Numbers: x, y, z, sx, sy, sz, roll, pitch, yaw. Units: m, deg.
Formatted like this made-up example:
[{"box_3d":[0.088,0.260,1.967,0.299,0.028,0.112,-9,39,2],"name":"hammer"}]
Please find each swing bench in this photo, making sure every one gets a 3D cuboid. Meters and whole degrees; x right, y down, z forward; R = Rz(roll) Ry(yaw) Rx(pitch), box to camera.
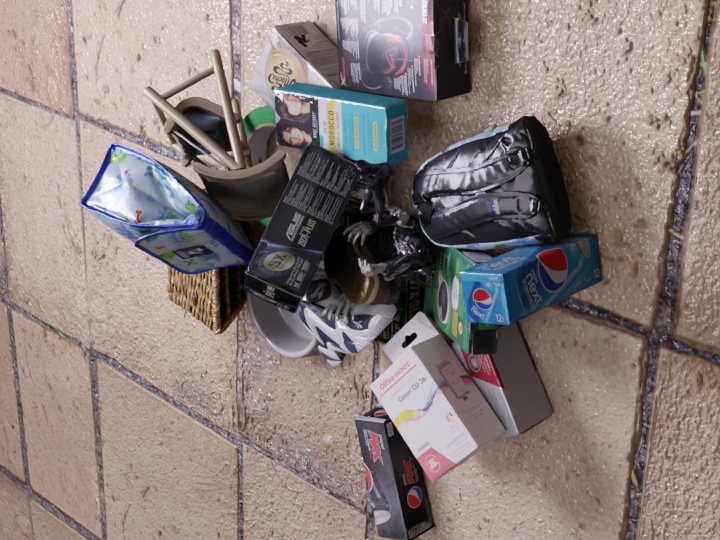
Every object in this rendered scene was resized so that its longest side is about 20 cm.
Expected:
[{"box_3d":[-0.198,-0.176,1.698,0.200,0.129,0.199,58,173,14],"name":"swing bench"}]

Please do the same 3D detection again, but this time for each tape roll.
[{"box_3d":[-0.116,-0.159,1.817,0.200,0.048,0.201,20,119,40],"name":"tape roll"}]

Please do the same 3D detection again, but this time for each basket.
[{"box_3d":[-0.221,-0.021,1.906,0.149,0.142,0.201,31,129,40],"name":"basket"}]

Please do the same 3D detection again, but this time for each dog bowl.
[{"box_3d":[-0.107,0.049,1.883,0.200,0.059,0.201,20,120,40],"name":"dog bowl"}]

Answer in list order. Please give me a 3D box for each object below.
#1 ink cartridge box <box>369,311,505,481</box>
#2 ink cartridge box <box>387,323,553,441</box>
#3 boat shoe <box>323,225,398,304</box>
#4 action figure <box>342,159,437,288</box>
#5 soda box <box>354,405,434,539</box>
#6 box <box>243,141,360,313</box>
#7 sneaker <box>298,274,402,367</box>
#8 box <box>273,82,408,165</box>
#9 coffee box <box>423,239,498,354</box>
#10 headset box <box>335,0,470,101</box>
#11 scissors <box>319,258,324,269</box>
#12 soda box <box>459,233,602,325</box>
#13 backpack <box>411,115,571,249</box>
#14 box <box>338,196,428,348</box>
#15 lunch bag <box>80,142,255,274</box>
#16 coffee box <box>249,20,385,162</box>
[{"box_3d":[0.091,0.170,1.593,0.200,0.067,0.117,56,135,14],"name":"ink cartridge box"},{"box_3d":[0.150,0.166,1.644,0.200,0.083,0.146,-22,90,48],"name":"ink cartridge box"},{"box_3d":[0.000,0.000,1.645,0.073,0.065,0.200,-60,26,18],"name":"boat shoe"},{"box_3d":[0.031,-0.046,1.539,0.200,0.102,0.119,66,174,-30],"name":"action figure"},{"box_3d":[0.052,0.315,1.820,0.071,0.063,0.201,-1,104,46],"name":"soda box"},{"box_3d":[-0.082,-0.055,1.620,0.086,0.201,0.164,25,170,-3],"name":"box"},{"box_3d":[-0.030,0.054,1.701,0.130,0.079,0.199,48,153,-2],"name":"sneaker"},{"box_3d":[-0.028,-0.201,1.591,0.199,0.049,0.083,15,117,37],"name":"box"},{"box_3d":[0.134,0.025,1.553,0.200,0.044,0.124,-136,48,-71],"name":"coffee box"},{"box_3d":[0.062,-0.309,1.552,0.200,0.075,0.149,14,116,42],"name":"headset box"},{"box_3d":[-0.034,0.005,1.753,0.200,0.014,0.073,3,109,45],"name":"scissors"},{"box_3d":[0.212,0.008,1.430,0.068,0.200,0.064,2,107,45],"name":"soda box"},{"box_3d":[0.162,-0.098,1.498,0.199,0.154,0.164,-16,91,28],"name":"backpack"},{"box_3d":[0.026,0.005,1.735,0.159,0.049,0.201,21,120,42],"name":"box"},{"box_3d":[-0.259,-0.073,1.638,0.199,0.170,0.128,21,82,25],"name":"lunch bag"},{"box_3d":[-0.058,-0.253,1.694,0.200,0.080,0.113,48,132,21],"name":"coffee box"}]
